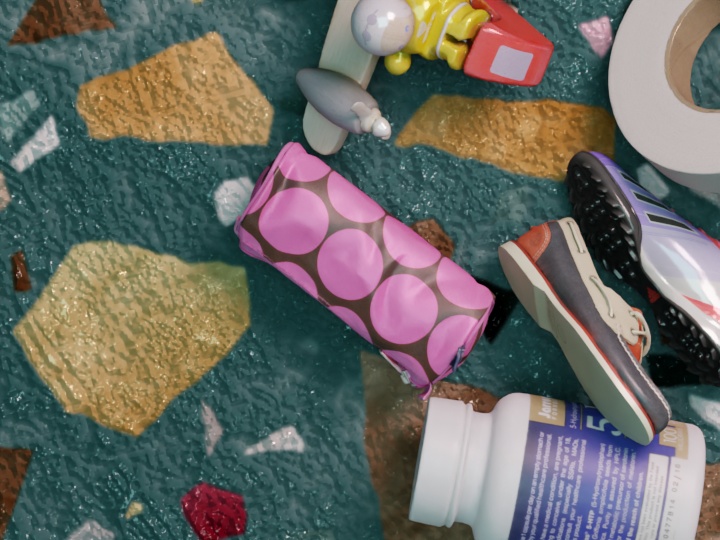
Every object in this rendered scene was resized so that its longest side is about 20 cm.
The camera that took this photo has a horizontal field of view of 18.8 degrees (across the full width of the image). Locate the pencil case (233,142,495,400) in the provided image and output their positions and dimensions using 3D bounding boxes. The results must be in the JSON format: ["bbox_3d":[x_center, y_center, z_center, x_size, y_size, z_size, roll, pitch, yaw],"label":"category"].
[{"bbox_3d":[0.000,0.000,1.580,0.199,0.091,0.094,38,93,2],"label":"pencil case"}]

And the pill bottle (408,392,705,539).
[{"bbox_3d":[0.139,0.153,1.565,0.198,0.120,0.121,10,93,1],"label":"pill bottle"}]

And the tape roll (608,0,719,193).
[{"bbox_3d":[0.268,-0.152,1.527,0.201,0.037,0.205,-18,57,30],"label":"tape roll"}]

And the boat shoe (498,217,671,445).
[{"bbox_3d":[0.169,0.039,1.546,0.062,0.072,0.200,-24,49,-12],"label":"boat shoe"}]

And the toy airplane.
[{"bbox_3d":[0.017,-0.196,1.542,0.198,0.141,0.201,-16,106,22],"label":"toy airplane"}]

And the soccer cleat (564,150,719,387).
[{"bbox_3d":[0.227,-0.012,1.591,0.073,0.068,0.201,-35,84,-24],"label":"soccer cleat"}]
